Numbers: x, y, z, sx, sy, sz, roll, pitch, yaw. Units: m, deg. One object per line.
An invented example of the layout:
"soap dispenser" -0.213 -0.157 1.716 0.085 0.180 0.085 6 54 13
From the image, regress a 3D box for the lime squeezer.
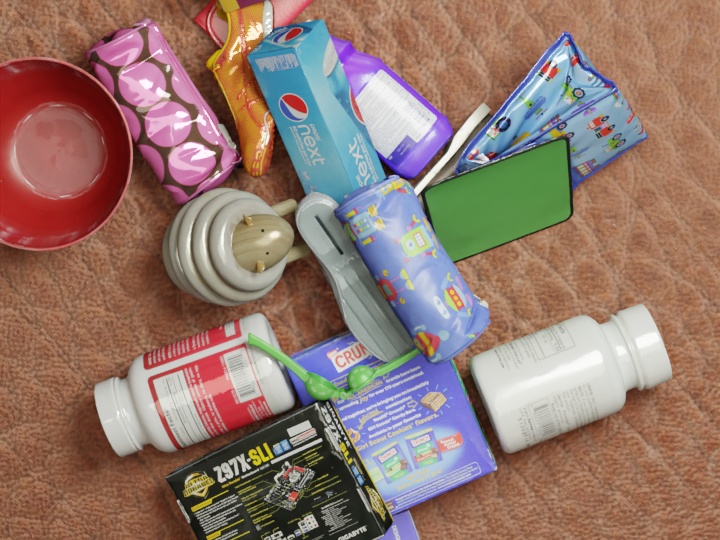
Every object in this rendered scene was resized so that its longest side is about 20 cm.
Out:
"lime squeezer" -0.017 0.100 1.608 0.199 0.038 0.071 0 83 0

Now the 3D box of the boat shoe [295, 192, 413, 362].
"boat shoe" 0.000 0.000 1.621 0.073 0.067 0.200 -25 105 9

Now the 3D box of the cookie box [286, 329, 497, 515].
"cookie box" 0.035 0.154 1.689 0.171 0.075 0.200 -23 94 2

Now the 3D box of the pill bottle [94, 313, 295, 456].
"pill bottle" -0.180 0.129 1.665 0.200 0.112 0.112 -20 95 1

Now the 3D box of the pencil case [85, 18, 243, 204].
"pencil case" -0.208 -0.175 1.651 0.094 0.091 0.200 -31 96 29

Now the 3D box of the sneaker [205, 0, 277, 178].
"sneaker" -0.125 -0.194 1.638 0.077 0.073 0.200 -4 77 -3

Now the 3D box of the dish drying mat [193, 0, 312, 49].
"dish drying mat" -0.085 -0.316 1.674 0.200 0.018 0.077 -43 95 3

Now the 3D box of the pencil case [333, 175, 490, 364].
"pencil case" 0.057 -0.003 1.555 0.087 0.078 0.200 -34 94 -19

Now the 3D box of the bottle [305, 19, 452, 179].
"bottle" 0.004 -0.189 1.663 0.200 0.065 0.084 40 97 -4

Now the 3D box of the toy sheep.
"toy sheep" -0.141 -0.025 1.632 0.138 0.200 0.138 9 76 -38

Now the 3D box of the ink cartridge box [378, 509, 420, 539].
"ink cartridge box" -0.005 0.395 1.727 0.200 0.043 0.199 -20 94 0

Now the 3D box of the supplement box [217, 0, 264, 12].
"supplement box" -0.073 -0.373 1.598 0.200 0.103 0.131 -16 61 5

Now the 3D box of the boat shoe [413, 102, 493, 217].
"boat shoe" 0.093 -0.088 1.673 0.059 0.072 0.200 38 88 -1

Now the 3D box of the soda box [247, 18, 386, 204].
"soda box" -0.043 -0.158 1.612 0.064 0.068 0.200 -3 123 32

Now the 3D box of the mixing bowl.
"mixing bowl" -0.332 -0.125 1.639 0.200 0.108 0.201 0 96 3

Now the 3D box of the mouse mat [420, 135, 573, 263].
"mouse mat" 0.149 -0.071 1.623 0.161 0.200 0.008 -20 66 0

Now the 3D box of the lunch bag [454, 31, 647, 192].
"lunch bag" 0.187 -0.133 1.628 0.200 0.151 0.094 -41 64 9

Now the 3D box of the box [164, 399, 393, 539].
"box" -0.088 0.247 1.653 0.200 0.049 0.160 -28 90 17

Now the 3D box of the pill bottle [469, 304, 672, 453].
"pill bottle" 0.229 0.113 1.671 0.200 0.114 0.115 -21 95 1
